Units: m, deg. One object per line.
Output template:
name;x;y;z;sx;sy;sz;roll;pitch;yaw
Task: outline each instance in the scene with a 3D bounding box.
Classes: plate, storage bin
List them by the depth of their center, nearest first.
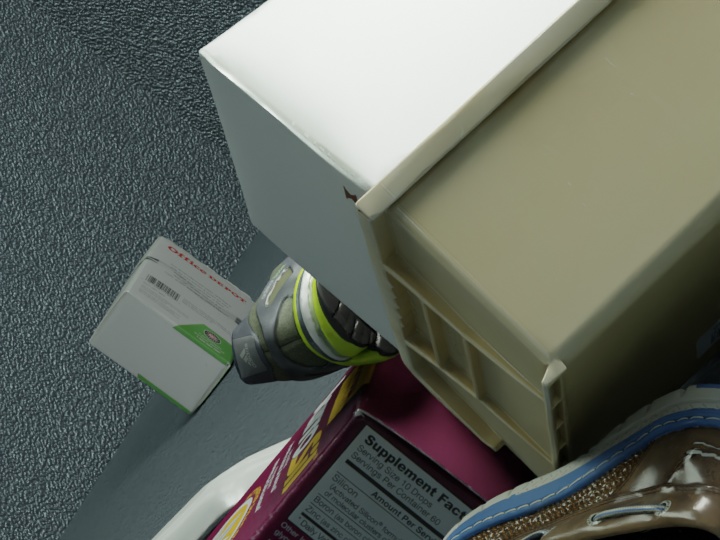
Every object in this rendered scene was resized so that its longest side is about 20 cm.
storage bin;0.110;-0.028;1.013;0.200;0.094;0.199;-43;-17;-9
plate;-0.054;0.139;1.582;0.200;0.032;0.200;-21;-17;-43

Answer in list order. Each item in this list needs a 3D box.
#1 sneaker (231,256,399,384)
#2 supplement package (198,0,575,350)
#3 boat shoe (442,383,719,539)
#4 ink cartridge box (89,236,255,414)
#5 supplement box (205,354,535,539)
sneaker;0.000;0.000;1.296;0.081;0.074;0.200;-23;4;29
supplement package;0.053;-0.081;1.120;0.200;0.117;0.117;-38;-35;-17
boat shoe;0.071;0.116;0.971;0.200;0.072;0.072;-48;9;38
ink cartridge box;-0.210;0.060;3.091;0.084;0.146;0.200;-52;5;19
supplement box;-0.013;0.144;1.303;0.200;0.103;0.131;-50;5;18
